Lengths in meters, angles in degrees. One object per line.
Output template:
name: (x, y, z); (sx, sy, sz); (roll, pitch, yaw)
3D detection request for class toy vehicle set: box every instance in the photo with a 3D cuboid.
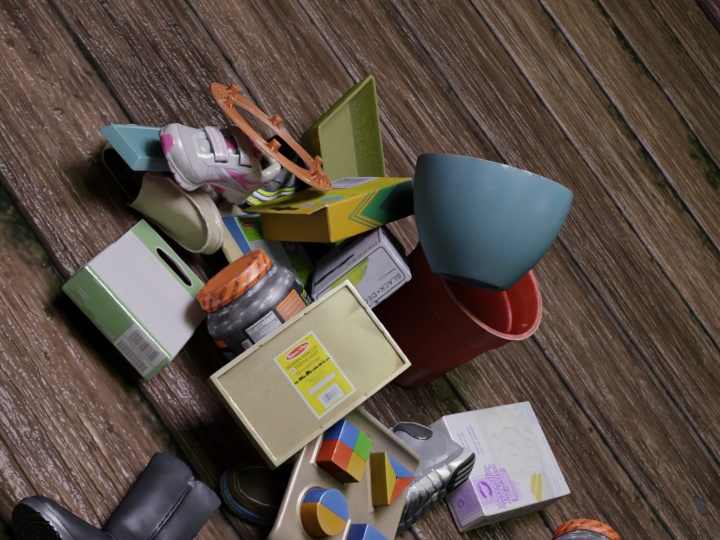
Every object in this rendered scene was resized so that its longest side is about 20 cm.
toy vehicle set: (-0.056, 0.116, 1.536); (0.199, 0.027, 0.125); (-35, 84, -20)

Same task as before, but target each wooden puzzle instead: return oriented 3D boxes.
wooden puzzle: (-0.007, 0.263, 1.565); (0.185, 0.046, 0.201); (43, 57, -35)

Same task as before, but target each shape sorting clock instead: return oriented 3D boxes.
shape sorting clock: (-0.118, -0.013, 1.778); (0.200, 0.039, 0.201); (44, 27, -30)

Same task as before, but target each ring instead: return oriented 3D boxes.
ring: (-0.109, -0.172, 1.720); (0.200, 0.019, 0.201); (40, 10, -9)

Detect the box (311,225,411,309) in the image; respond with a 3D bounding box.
box: (0.000, 0.000, 1.750); (0.060, 0.116, 0.200); (51, 8, -10)

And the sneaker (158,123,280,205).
sneaker: (-0.170, -0.144, 1.669); (0.200, 0.088, 0.082); (13, 53, -61)

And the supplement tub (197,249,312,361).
supplement tub: (-0.099, 0.083, 1.628); (0.201, 0.122, 0.123); (55, 35, -13)

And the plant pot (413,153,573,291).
plant pot: (0.151, -0.051, 1.684); (0.199, 0.199, 0.136); (18, 84, -37)

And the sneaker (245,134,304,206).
sneaker: (-0.109, -0.145, 1.853); (0.074, 0.081, 0.200); (37, 24, -2)

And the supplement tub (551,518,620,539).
supplement tub: (0.288, 0.433, 1.786); (0.122, 0.122, 0.201); (39, 38, -17)

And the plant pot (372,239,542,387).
plant pot: (0.107, 0.051, 1.848); (0.200, 0.195, 0.202); (28, 42, -29)

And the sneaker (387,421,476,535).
sneaker: (0.045, 0.258, 1.733); (0.199, 0.075, 0.115); (-26, 55, -40)

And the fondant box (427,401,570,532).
fondant box: (0.185, 0.265, 1.870); (0.199, 0.058, 0.145); (-3, 63, -47)

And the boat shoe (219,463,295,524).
boat shoe: (-0.071, 0.253, 1.594); (0.199, 0.072, 0.073); (15, 51, -39)

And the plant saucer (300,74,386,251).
plant saucer: (-0.027, -0.150, 1.930); (0.200, 0.048, 0.201); (-51, 140, -53)

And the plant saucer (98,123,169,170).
plant saucer: (-0.242, -0.152, 1.684); (0.070, 0.019, 0.200); (48, 19, 14)

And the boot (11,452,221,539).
boot: (-0.248, 0.250, 1.413); (0.165, 0.065, 0.200); (55, 39, -10)

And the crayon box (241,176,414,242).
crayon box: (-0.040, -0.076, 1.752); (0.199, 0.126, 0.051); (-20, 107, -44)

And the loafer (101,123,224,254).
loafer: (-0.252, -0.092, 1.693); (0.200, 0.076, 0.068); (46, 38, 8)

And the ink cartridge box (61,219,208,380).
ink cartridge box: (-0.255, 0.030, 1.608); (0.146, 0.048, 0.200); (48, 18, -7)
